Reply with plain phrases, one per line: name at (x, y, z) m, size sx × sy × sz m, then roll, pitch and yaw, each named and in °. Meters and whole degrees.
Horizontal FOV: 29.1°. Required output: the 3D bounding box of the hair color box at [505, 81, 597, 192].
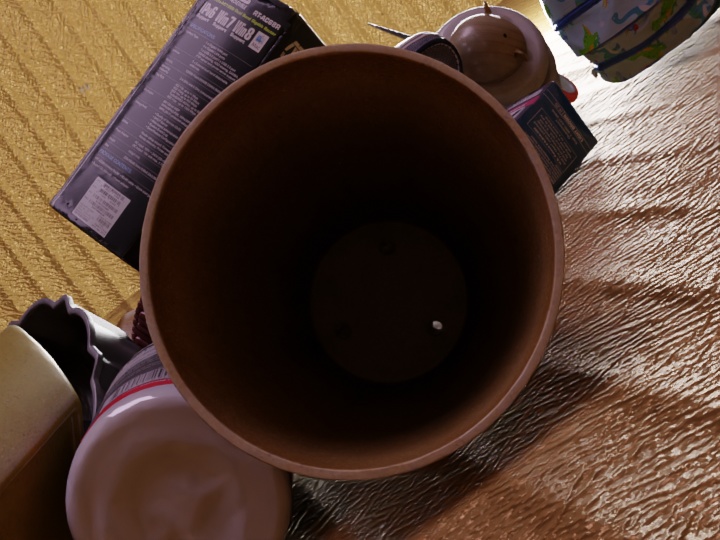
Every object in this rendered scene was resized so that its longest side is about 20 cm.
hair color box at (0.079, -0.049, 0.983) m, size 0.100 × 0.061 × 0.200 m, roll -29°, pitch 13°, yaw 46°

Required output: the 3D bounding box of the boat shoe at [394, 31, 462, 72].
boat shoe at (0.048, -0.108, 0.971) m, size 0.092 × 0.075 × 0.201 m, roll -22°, pitch 32°, yaw 45°

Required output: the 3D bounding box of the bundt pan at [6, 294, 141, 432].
bundt pan at (-0.196, 0.123, 0.917) m, size 0.201 × 0.075 × 0.204 m, roll -28°, pitch 52°, yaw 43°

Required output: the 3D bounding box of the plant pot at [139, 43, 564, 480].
plant pot at (0.007, 0.006, 0.691) m, size 0.186 × 0.187 × 0.200 m, roll -37°, pitch -10°, yaw 2°

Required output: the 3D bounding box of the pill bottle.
pill bottle at (-0.091, 0.096, 0.752) m, size 0.110 × 0.111 × 0.200 m, roll -37°, pitch 9°, yaw 3°

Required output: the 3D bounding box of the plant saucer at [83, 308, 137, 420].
plant saucer at (-0.195, 0.107, 1.064) m, size 0.202 × 0.035 × 0.201 m, roll -62°, pitch 11°, yaw 21°

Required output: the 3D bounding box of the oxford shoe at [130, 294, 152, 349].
oxford shoe at (-0.097, 0.007, 0.945) m, size 0.075 × 0.070 × 0.202 m, roll -26°, pitch -36°, yaw -63°

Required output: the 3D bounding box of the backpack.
backpack at (0.226, -0.235, 1.150) m, size 0.162 × 0.155 × 0.200 m, roll -28°, pitch -10°, yaw 22°

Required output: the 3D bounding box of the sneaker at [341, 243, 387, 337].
sneaker at (-0.051, 0.045, 0.924) m, size 0.200 × 0.075 × 0.115 m, roll -49°, pitch 4°, yaw -3°

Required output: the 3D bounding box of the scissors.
scissors at (0.103, -0.189, 1.242) m, size 0.073 × 0.198 × 0.014 m, roll -65°, pitch -1°, yaw -50°

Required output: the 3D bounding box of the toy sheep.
toy sheep at (0.101, -0.141, 1.142) m, size 0.137 × 0.138 × 0.200 m, roll -39°, pitch -21°, yaw -11°

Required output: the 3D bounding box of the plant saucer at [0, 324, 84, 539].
plant saucer at (-0.178, 0.153, 0.691) m, size 0.048 × 0.203 × 0.200 m, roll 1°, pitch 18°, yaw 9°

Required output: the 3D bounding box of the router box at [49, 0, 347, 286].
router box at (-0.058, -0.047, 0.766) m, size 0.151 × 0.062 × 0.200 m, roll -56°, pitch -29°, yaw -4°
